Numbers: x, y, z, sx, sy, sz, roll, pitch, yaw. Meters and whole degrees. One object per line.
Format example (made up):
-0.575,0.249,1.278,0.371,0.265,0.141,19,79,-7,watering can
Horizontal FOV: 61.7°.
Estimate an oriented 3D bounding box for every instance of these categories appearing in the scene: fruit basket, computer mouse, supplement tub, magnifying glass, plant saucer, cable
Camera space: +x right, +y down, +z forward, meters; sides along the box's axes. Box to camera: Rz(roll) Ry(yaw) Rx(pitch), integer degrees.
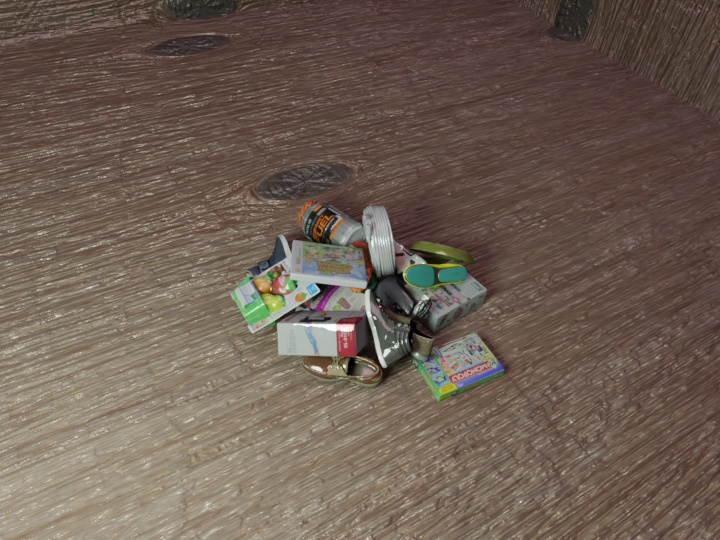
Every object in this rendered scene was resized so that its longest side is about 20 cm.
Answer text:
-0.225,0.051,1.542,0.199,0.094,0.185,-35,44,-5,fruit basket
0.098,0.079,1.637,0.052,0.139,0.200,20,21,-41,computer mouse
-0.088,-0.125,1.811,0.199,0.124,0.122,32,49,28,supplement tub
-0.038,0.003,1.762,0.199,0.023,0.079,31,46,25,magnifying glass
0.238,-0.055,1.756,0.197,0.200,0.032,13,89,0,plant saucer
0.052,-0.084,1.697,0.068,0.203,0.200,-11,23,-1,cable

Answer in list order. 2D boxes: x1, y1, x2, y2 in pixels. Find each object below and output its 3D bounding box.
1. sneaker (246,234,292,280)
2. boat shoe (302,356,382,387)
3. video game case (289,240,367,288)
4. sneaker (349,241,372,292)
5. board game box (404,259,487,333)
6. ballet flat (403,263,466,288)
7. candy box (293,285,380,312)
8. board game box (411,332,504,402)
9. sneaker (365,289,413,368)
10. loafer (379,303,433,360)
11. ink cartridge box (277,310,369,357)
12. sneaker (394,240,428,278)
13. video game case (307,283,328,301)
-0.257,-0.023,1.706,0.144,0.078,0.203,-23,33,-4,sneaker
-0.043,0.231,1.471,0.197,0.072,0.077,7,63,1,boat shoe
-0.085,-0.019,1.594,0.197,0.022,0.183,7,30,-8,video game case
0.000,0.000,1.694,0.072,0.078,0.201,0,38,5,sneaker
0.234,0.070,1.699,0.198,0.065,0.147,-24,51,-30,board game box
0.197,0.012,1.661,0.197,0.068,0.067,-2,6,-22,ballet flat
-0.063,0.104,1.627,0.198,0.062,0.137,21,44,15,candy box
0.250,0.244,1.548,0.198,0.029,0.135,-17,48,-22,board game box
0.075,0.131,1.493,0.098,0.071,0.203,-20,68,10,sneaker
0.113,0.144,1.547,0.199,0.070,0.075,39,22,20,loafer
-0.090,0.153,1.483,0.197,0.084,0.146,0,9,14,ink cartridge box
0.117,-0.028,1.779,0.080,0.074,0.199,-51,48,-4,sneaker
-0.164,0.032,1.652,0.198,0.019,0.143,2,37,38,video game case
